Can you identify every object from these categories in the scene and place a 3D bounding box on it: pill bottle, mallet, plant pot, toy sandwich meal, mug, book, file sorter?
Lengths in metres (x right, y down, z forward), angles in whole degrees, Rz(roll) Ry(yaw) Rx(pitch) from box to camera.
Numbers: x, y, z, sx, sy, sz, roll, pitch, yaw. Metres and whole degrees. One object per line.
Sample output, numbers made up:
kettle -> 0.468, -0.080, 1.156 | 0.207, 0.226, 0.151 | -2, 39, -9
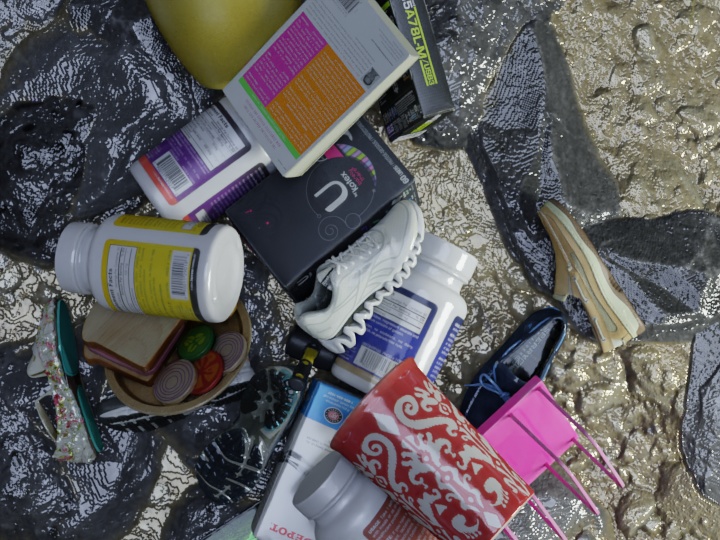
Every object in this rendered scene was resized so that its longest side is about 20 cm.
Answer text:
pill bottle -> 0.058, 0.059, 1.734 | 0.119, 0.120, 0.202 | 27, 87, -3
pill bottle -> 0.021, 0.300, 1.648 | 0.200, 0.112, 0.112 | 45, 86, -10
mallet -> -0.072, 0.103, 1.689 | 0.065, 0.200, 0.042 | 24, 101, 7
pill bottle -> -0.164, -0.135, 1.727 | 0.199, 0.111, 0.112 | -36, 91, -4
pill bottle -> -0.242, -0.006, 1.655 | 0.198, 0.111, 0.113 | 7, 88, 17
plant pot -> -0.152, -0.297, 1.708 | 0.198, 0.200, 0.143 | -11, 115, -4
toy sandwich meal -> -0.226, 0.075, 1.702 | 0.203, 0.070, 0.207 | -8, 54, 11
mug -> 0.091, 0.207, 1.599 | 0.200, 0.177, 0.134 | 43, 113, 12
book -> -0.048, -0.221, 1.623 | 0.200, 0.048, 0.134 | -42, 78, 21
file sorter -> 0.192, 0.259, 1.707 | 0.200, 0.125, 0.139 | -42, 135, -4

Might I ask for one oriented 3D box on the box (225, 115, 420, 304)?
box -> -0.042, -0.075, 1.726 | 0.200, 0.106, 0.122 | -40, 76, -3

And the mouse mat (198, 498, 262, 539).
mouse mat -> -0.150, 0.393, 1.770 | 0.199, 0.008, 0.162 | -32, 91, -5

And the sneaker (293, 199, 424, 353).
sneaker -> 0.000, 0.000, 1.675 | 0.081, 0.075, 0.201 | 31, 99, -32

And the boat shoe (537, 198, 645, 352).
boat shoe -> 0.266, 0.010, 1.779 | 0.076, 0.072, 0.201 | -33, 91, 8

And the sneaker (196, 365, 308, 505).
sneaker -> -0.121, 0.198, 1.742 | 0.077, 0.086, 0.201 | 40, 110, 13

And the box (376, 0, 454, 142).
box -> 0.044, -0.259, 1.700 | 0.047, 0.200, 0.195 | -14, 88, -11

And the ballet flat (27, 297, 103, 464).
ballet flat -> -0.361, 0.136, 1.729 | 0.063, 0.076, 0.202 | -15, 88, 4

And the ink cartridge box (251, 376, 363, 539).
ink cartridge box -> -0.029, 0.249, 1.739 | 0.145, 0.084, 0.202 | 24, 88, -7

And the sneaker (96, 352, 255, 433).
sneaker -> -0.223, 0.136, 1.747 | 0.198, 0.074, 0.081 | -18, 69, -5

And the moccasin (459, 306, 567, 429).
moccasin -> 0.181, 0.127, 1.767 | 0.080, 0.068, 0.201 | 30, 87, -3
